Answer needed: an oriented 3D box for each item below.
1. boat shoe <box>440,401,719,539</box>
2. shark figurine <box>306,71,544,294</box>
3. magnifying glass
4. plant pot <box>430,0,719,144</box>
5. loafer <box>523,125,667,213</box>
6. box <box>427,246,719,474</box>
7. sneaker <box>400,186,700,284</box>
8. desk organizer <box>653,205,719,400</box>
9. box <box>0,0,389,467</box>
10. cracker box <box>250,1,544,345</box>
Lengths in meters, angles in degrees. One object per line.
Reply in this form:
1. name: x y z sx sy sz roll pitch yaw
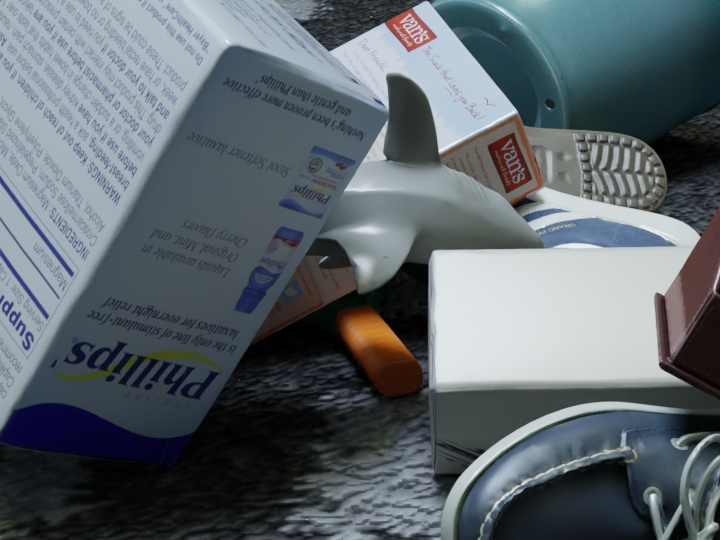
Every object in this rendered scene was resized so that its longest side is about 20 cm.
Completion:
1. boat shoe: 0.125 0.093 0.669 0.198 0.076 0.062 1 12 -30
2. shark figurine: -0.020 -0.005 0.812 0.212 0.129 0.090 -15 39 2
3. magnifying glass: -0.009 0.021 0.947 0.079 0.023 0.200 -7 19 -15
4. plant pot: 0.136 -0.154 1.177 0.199 0.202 0.188 16 40 39
5. loafer: 0.078 -0.048 1.035 0.198 0.068 0.076 10 57 -3
6. box: 0.129 0.040 0.776 0.198 0.069 0.083 0 50 3
7. sneaker: 0.080 0.001 0.920 0.199 0.076 0.084 7 35 40
8. desk organizer: 0.218 0.039 0.673 0.199 0.077 0.072 28 22 -3
9. box: -0.116 -0.048 0.790 0.104 0.201 0.184 17 23 -47
10. cracker box: -0.018 -0.051 0.943 0.199 0.058 0.134 -28 39 -2
